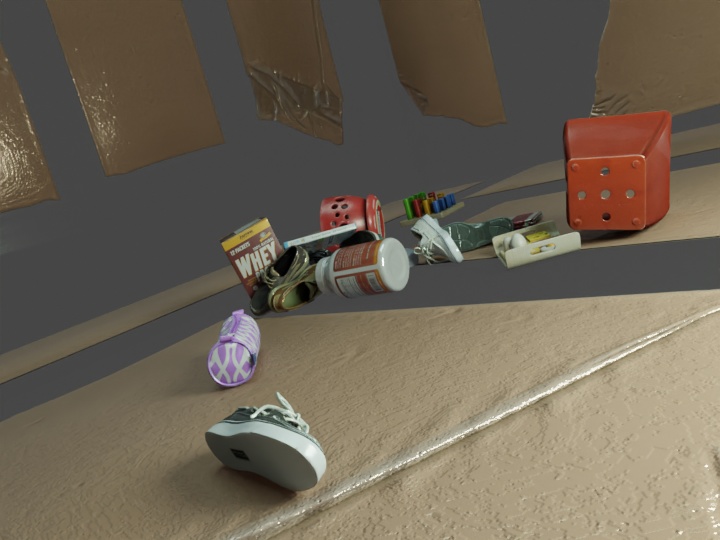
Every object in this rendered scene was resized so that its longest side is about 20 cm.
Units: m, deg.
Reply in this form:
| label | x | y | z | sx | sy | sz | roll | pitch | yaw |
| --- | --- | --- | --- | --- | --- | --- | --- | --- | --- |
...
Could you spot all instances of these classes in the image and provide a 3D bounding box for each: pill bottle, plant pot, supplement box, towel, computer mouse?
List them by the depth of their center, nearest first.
| label | x | y | z | sx | sy | sz | roll | pitch | yaw |
| --- | --- | --- | --- | --- | --- | --- | --- | --- | --- |
| plant pot | 0.479 | -0.173 | 1.119 | 0.195 | 0.205 | 0.176 | 2 | 27 | 30 |
| pill bottle | 0.000 | 0.000 | 1.278 | 0.196 | 0.115 | 0.111 | -9 | 12 | 36 |
| computer mouse | -0.094 | -0.012 | 1.549 | 0.135 | 0.054 | 0.198 | -1 | -11 | 32 |
| supplement box | -0.270 | -0.021 | 1.559 | 0.131 | 0.201 | 0.200 | -29 | 12 | -11 |
| towel | 0.380 | -0.121 | 1.568 | 0.195 | 0.023 | 0.143 | -10 | 10 | 29 |
| plant pot | -0.019 | -0.138 | 1.853 | 0.177 | 0.206 | 0.201 | -7 | 11 | 11 |

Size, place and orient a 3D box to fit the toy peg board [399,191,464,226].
| label | x | y | z | sx | sy | sz | roll | pitch | yaw |
| --- | --- | --- | --- | --- | --- | --- | --- | --- | --- |
| toy peg board | 0.272 | -0.259 | 2.294 | 0.196 | 0.100 | 0.199 | -10 | 13 | 39 |

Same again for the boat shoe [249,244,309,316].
| label | x | y | z | sx | sy | sz | roll | pitch | yaw |
| --- | --- | --- | --- | --- | --- | --- | --- | --- | --- |
| boat shoe | -0.208 | 0.017 | 1.426 | 0.074 | 0.074 | 0.202 | 30 | 78 | 28 |

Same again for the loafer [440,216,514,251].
| label | x | y | z | sx | sy | sz | roll | pitch | yaw |
| --- | --- | --- | --- | --- | --- | --- | --- | --- | --- |
| loafer | 0.282 | -0.085 | 1.439 | 0.195 | 0.074 | 0.063 | -8 | -7 | 23 |

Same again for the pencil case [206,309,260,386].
| label | x | y | z | sx | sy | sz | roll | pitch | yaw |
| --- | --- | --- | --- | --- | --- | --- | --- | --- | --- |
| pencil case | -0.217 | 0.131 | 1.012 | 0.082 | 0.088 | 0.200 | -16 | 9 | -6 |

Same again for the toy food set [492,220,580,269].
| label | x | y | z | sx | sy | sz | roll | pitch | yaw |
| --- | --- | --- | --- | --- | --- | --- | --- | --- | --- |
| toy food set | 0.346 | -0.063 | 1.178 | 0.140 | 0.062 | 0.200 | -16 | 10 | 9 |

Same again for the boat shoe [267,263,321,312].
| label | x | y | z | sx | sy | sz | roll | pitch | yaw |
| --- | --- | --- | --- | --- | --- | --- | --- | --- | --- |
| boat shoe | -0.128 | 0.046 | 1.401 | 0.198 | 0.077 | 0.073 | -33 | 22 | -31 |

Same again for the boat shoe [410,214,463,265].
| label | x | y | z | sx | sy | sz | roll | pitch | yaw |
| --- | --- | --- | --- | --- | --- | --- | --- | --- | --- |
| boat shoe | 0.166 | -0.059 | 1.376 | 0.085 | 0.075 | 0.203 | -35 | 37 | 1 |

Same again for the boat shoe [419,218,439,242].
| label | x | y | z | sx | sy | sz | roll | pitch | yaw |
| --- | --- | --- | --- | --- | --- | --- | --- | --- | --- |
| boat shoe | 0.189 | -0.095 | 1.600 | 0.060 | 0.074 | 0.200 | -13 | 13 | 7 |

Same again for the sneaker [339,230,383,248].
| label | x | y | z | sx | sy | sz | roll | pitch | yaw |
| --- | --- | --- | --- | --- | --- | --- | --- | --- | --- |
| sneaker | 0.034 | -0.063 | 1.589 | 0.118 | 0.086 | 0.199 | -5 | -4 | -28 |

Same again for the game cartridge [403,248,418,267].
| label | x | y | z | sx | sy | sz | roll | pitch | yaw |
| --- | --- | --- | --- | --- | --- | --- | --- | --- | --- |
| game cartridge | 0.045 | -0.008 | 1.481 | 0.195 | 0.043 | 0.133 | -18 | 14 | -7 |

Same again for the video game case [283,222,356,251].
| label | x | y | z | sx | sy | sz | roll | pitch | yaw |
| --- | --- | --- | --- | --- | --- | --- | --- | --- | --- |
| video game case | -0.110 | -0.078 | 1.574 | 0.195 | 0.018 | 0.143 | -17 | -7 | -9 |

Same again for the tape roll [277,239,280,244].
| label | x | y | z | sx | sy | sz | roll | pitch | yaw |
| --- | --- | --- | --- | --- | --- | --- | --- | --- | --- |
| tape roll | -0.455 | -0.080 | 2.669 | 0.195 | 0.068 | 0.200 | -17 | 9 | 3 |

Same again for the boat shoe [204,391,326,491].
| label | x | y | z | sx | sy | sz | roll | pitch | yaw |
| --- | --- | --- | --- | --- | --- | --- | --- | --- | --- |
| boat shoe | -0.089 | 0.171 | 0.603 | 0.068 | 0.074 | 0.197 | -42 | 13 | -36 |
